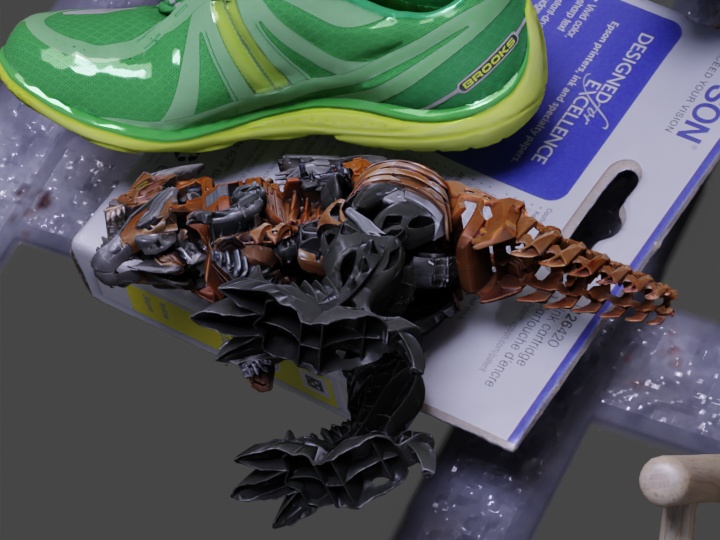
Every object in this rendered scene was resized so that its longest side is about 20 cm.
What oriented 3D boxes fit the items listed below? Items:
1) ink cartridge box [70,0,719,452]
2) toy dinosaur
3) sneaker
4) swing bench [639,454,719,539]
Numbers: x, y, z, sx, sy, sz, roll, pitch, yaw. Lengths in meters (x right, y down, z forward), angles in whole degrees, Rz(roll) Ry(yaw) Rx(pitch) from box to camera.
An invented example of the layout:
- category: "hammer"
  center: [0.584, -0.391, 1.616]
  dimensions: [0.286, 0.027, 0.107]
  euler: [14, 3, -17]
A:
- category: "ink cartridge box"
  center: [0.027, -0.035, 1.058]
  dimensions: [0.200, 0.047, 0.198]
  euler: [26, 64, 25]
- category: "toy dinosaur"
  center: [0.000, 0.000, 0.962]
  dimensions: [0.200, 0.102, 0.136]
  euler: [-15, 33, 31]
- category: "sneaker"
  center: [-0.032, -0.089, 1.023]
  dimensions: [0.199, 0.084, 0.074]
  euler: [-1, 26, 6]
- category: "swing bench"
  center: [0.200, 0.108, 0.849]
  dimensions: [0.198, 0.130, 0.200]
  euler: [13, 19, 22]
